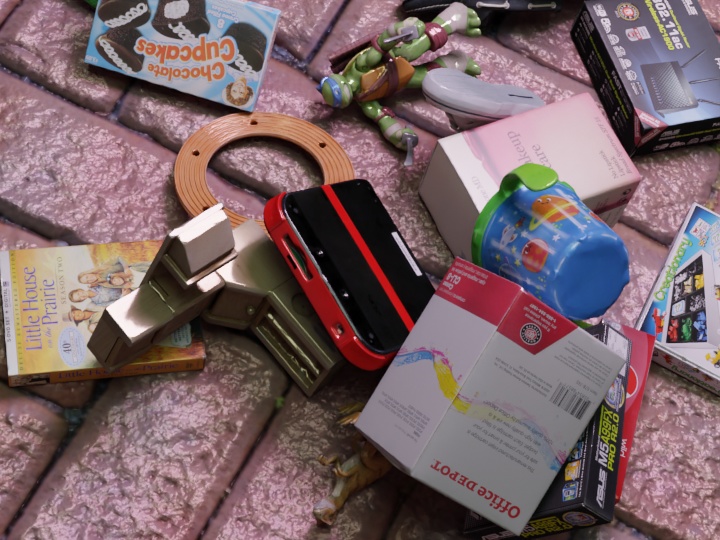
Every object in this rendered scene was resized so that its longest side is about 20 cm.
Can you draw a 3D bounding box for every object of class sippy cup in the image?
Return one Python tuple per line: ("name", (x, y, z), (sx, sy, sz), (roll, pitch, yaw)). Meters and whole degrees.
("sippy cup", (0.202, -0.014, 1.525), (0.178, 0.130, 0.140), (29, 96, -34))

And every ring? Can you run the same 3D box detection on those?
("ring", (-0.105, -0.098, 1.639), (0.199, 0.019, 0.201), (5, 49, -6))

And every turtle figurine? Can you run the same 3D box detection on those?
("turtle figurine", (0.068, -0.214, 1.687), (0.194, 0.200, 0.144), (-30, 104, -28))

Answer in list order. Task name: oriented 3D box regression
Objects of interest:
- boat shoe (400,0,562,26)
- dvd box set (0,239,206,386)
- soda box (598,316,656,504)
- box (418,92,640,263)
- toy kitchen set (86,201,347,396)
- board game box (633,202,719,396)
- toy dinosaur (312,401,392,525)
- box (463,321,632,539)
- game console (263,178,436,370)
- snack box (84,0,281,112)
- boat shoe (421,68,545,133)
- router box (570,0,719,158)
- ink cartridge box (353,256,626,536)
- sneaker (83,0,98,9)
("boat shoe", (0.147, -0.324, 1.804), (0.199, 0.076, 0.061), (-10, 101, 1))
("dvd box set", (-0.267, 0.040, 1.541), (0.199, 0.029, 0.147), (-4, 62, -13))
("soda box", (0.249, 0.153, 1.550), (0.063, 0.070, 0.201), (20, 59, -1))
("box", (0.185, -0.095, 1.656), (0.199, 0.109, 0.128), (-19, 67, -21))
("toy kitchen set", (-0.121, 0.050, 1.454), (0.200, 0.163, 0.181), (-34, 78, -37))
("board game box", (0.389, 0.031, 1.666), (0.126, 0.035, 0.200), (28, 59, 5))
("toy dinosaur", (0.018, 0.183, 1.508), (0.200, 0.060, 0.107), (-28, 104, -27))
("box", (0.186, 0.164, 1.483), (0.044, 0.160, 0.201), (33, 54, -31))
("game console", (0.000, 0.000, 1.515), (0.177, 0.031, 0.200), (-15, 70, -55))
("snack box", (-0.199, -0.263, 1.682), (0.199, 0.117, 0.037), (16, 16, -1))
("boat shoe", (0.133, -0.172, 1.666), (0.200, 0.067, 0.074), (5, 32, -46))
("router box", (0.360, -0.241, 1.799), (0.149, 0.062, 0.201), (-11, 63, -18))
("ink cartridge box", (0.120, 0.119, 1.427), (0.145, 0.145, 0.200), (33, 88, -26))
("sneaker", (-0.244, -0.337, 1.728), (0.199, 0.085, 0.078), (14, 59, -2))
